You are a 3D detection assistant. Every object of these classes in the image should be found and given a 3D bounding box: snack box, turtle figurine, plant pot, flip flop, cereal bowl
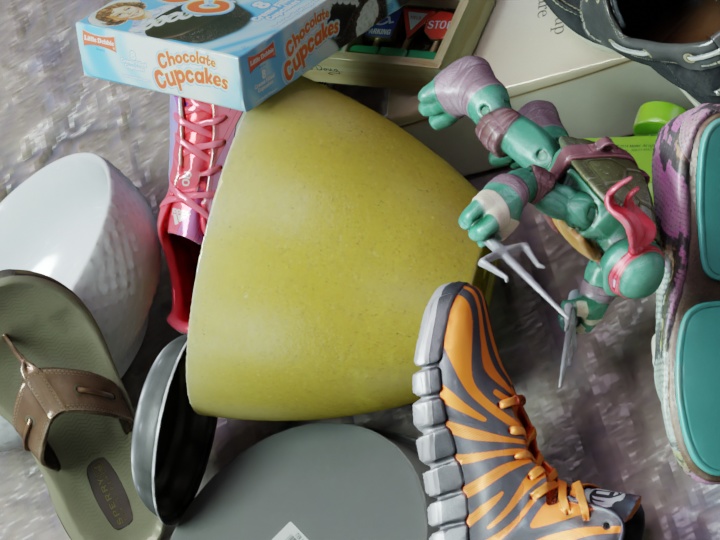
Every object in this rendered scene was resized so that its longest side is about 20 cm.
[{"bbox_3d":[-0.054,-0.154,1.592,0.116,0.037,0.200,14,34,32],"label":"snack box"},{"bbox_3d":[0.108,-0.028,1.487,0.100,0.150,0.200,-33,45,4],"label":"turtle figurine"},{"bbox_3d":[0.000,0.000,1.576,0.141,0.200,0.201,13,63,9],"label":"plant pot"},{"bbox_3d":[-0.165,0.087,1.595,0.081,0.201,0.058,-28,21,-10],"label":"flip flop"},{"bbox_3d":[-0.190,0.030,1.713,0.200,0.083,0.201,-37,31,27],"label":"cereal bowl"}]

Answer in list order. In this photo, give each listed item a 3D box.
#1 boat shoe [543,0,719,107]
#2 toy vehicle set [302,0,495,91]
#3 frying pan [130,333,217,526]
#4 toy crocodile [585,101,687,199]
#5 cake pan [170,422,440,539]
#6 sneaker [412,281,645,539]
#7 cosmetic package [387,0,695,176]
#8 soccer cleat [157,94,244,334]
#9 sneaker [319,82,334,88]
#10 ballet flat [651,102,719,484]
[{"bbox_3d":[0.156,-0.152,1.548,0.072,0.068,0.200,-48,43,-1],"label":"boat shoe"},{"bbox_3d":[-0.012,-0.171,1.687,0.199,0.027,0.125,7,61,31],"label":"toy vehicle set"},{"bbox_3d":[-0.096,0.051,1.604,0.031,0.115,0.191,10,81,13],"label":"frying pan"},{"bbox_3d":[0.200,-0.055,1.560,0.199,0.062,0.068,-5,56,36],"label":"toy crocodile"},{"bbox_3d":[-0.031,0.168,1.558,0.199,0.037,0.201,-18,50,22],"label":"cake pan"},{"bbox_3d":[0.092,0.103,1.473,0.111,0.078,0.201,-6,91,21],"label":"sneaker"},{"bbox_3d":[0.121,-0.131,1.653,0.199,0.073,0.104,-15,51,25],"label":"cosmetic package"},{"bbox_3d":[-0.090,-0.060,1.664,0.066,0.201,0.076,8,22,31],"label":"soccer cleat"},{"bbox_3d":[-0.049,-0.101,1.733,0.075,0.088,0.201,-29,48,10],"label":"sneaker"},{"bbox_3d":[0.181,0.013,1.493,0.071,0.069,0.201,172,98,-66],"label":"ballet flat"}]
